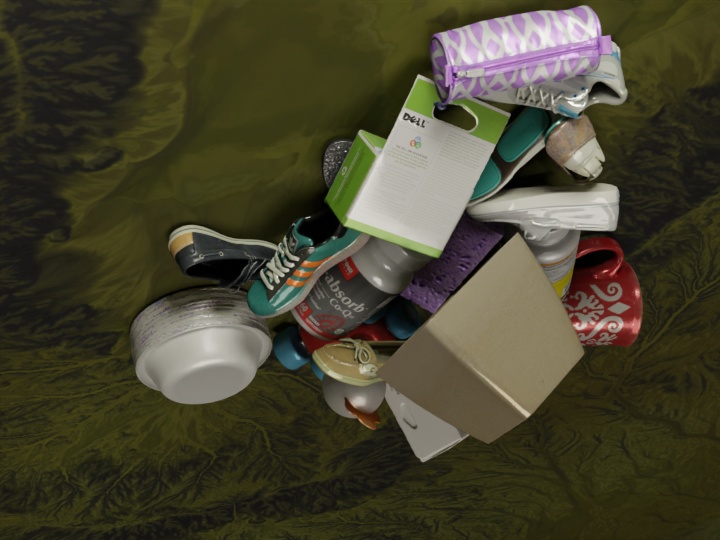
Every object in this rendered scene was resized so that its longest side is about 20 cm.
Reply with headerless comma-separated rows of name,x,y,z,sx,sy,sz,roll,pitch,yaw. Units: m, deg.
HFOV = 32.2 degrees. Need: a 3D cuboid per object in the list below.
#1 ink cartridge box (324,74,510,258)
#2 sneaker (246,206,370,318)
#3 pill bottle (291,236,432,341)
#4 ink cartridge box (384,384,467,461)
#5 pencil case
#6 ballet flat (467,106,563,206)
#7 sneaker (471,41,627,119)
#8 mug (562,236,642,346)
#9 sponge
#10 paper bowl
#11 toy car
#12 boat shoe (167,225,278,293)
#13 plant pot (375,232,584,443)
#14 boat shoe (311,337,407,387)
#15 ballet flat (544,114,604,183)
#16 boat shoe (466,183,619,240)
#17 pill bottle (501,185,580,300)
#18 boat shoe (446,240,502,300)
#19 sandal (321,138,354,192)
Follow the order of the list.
ink cartridge box,0.069,-0.134,1.511,0.147,0.076,0.201,18,109,-29
sneaker,-0.081,-0.022,1.609,0.200,0.072,0.080,-41,141,10
pill bottle,0.000,0.000,1.689,0.115,0.117,0.200,15,137,-42
ink cartridge box,0.126,0.203,1.982,0.082,0.147,0.200,-31,174,22
pencil case,0.173,-0.243,1.400,0.198,0.085,0.086,-15,-166,-9
ballet flat,0.185,-0.144,1.603,0.069,0.070,0.200,16,136,-42
sneaker,0.225,-0.217,1.472,0.198,0.087,0.075,-10,151,-9
mug,0.316,0.035,1.928,0.198,0.179,0.133,-3,-172,-13
sponge,0.104,-0.026,1.731,0.111,0.030,0.200,29,137,-8
paper bowl,-0.225,0.118,1.788,0.199,0.105,0.201,-13,151,-8
toy car,-0.004,0.153,1.854,0.184,0.201,0.176,-31,147,24
boat shoe,-0.167,-0.006,1.652,0.199,0.063,0.074,16,135,-45
plant pot,0.171,0.108,1.647,0.200,0.177,0.200,-42,177,-30
boat shoe,0.021,0.119,1.731,0.199,0.073,0.063,11,116,-37
ballet flat,0.276,-0.148,1.567,0.068,0.067,0.200,-42,168,9
boat shoe,0.238,-0.072,1.633,0.198,0.069,0.072,-5,-165,4
pill bottle,0.251,-0.033,1.763,0.108,0.110,0.201,-13,150,-5
boat shoe,0.160,-0.005,1.806,0.071,0.066,0.202,19,140,-1
sandal,0.023,-0.104,1.583,0.199,0.045,0.075,31,107,-34
